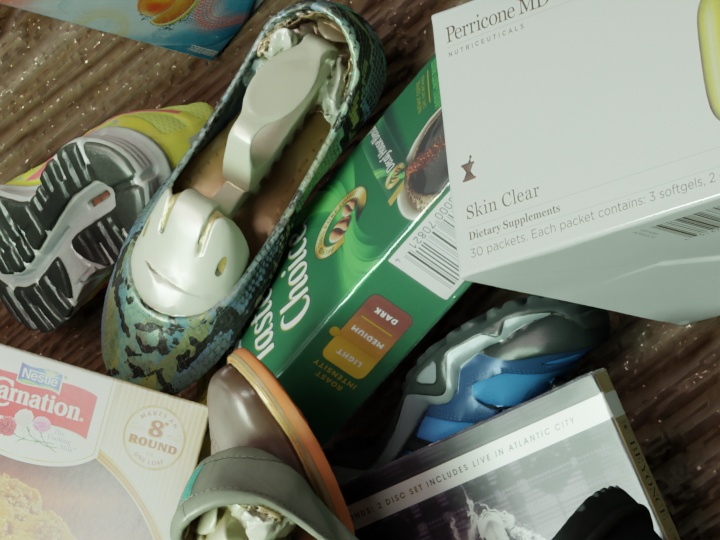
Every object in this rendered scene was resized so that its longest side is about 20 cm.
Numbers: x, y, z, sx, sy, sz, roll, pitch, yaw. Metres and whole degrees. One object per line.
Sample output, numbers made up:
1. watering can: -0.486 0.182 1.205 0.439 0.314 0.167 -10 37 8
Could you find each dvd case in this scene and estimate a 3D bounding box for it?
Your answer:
1. dvd case: 0.080 0.158 1.232 0.148 0.016 0.201 -26 86 32

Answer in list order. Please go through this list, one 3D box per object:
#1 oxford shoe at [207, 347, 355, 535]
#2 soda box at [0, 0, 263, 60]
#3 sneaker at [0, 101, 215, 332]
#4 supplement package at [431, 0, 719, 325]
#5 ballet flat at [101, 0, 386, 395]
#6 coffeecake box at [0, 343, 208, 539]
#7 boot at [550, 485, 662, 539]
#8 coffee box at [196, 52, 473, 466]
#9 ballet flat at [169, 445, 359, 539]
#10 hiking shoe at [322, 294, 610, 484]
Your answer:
1. oxford shoe: -0.046 0.128 1.264 0.071 0.073 0.201 37 142 53
2. soda box: -0.129 -0.158 1.386 0.064 0.200 0.069 -47 57 24
3. sneaker: -0.124 -0.030 1.451 0.200 0.090 0.078 -21 101 56
4. supplement package: 0.154 -0.062 1.157 0.199 0.155 0.111 -18 70 37
5. ballet flat: -0.058 -0.037 1.326 0.074 0.074 0.201 19 75 41
6. coffeecake box: -0.166 0.135 1.279 0.073 0.153 0.201 149 137 -72
7. boot: 0.139 0.161 1.084 0.168 0.200 0.077 37 89 18
8. coffee box: 0.000 0.000 1.315 0.200 0.044 0.123 -48 21 24
9. ballet flat: 0.002 0.154 1.199 0.200 0.064 0.067 42 115 -2
10. hiking shoe: 0.049 0.085 1.288 0.200 0.074 0.087 -45 67 35
